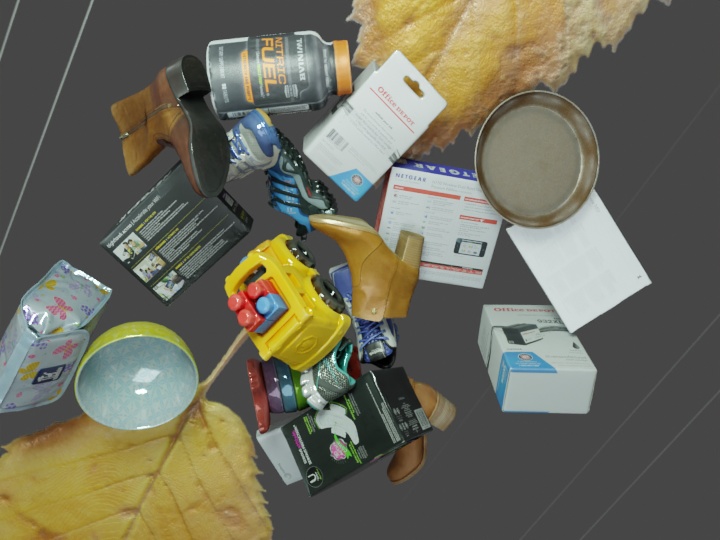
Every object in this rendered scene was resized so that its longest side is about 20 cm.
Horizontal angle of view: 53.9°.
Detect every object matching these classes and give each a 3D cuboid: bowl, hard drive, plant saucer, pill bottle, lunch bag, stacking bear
[{"bbox_3d":[-0.371,0.155,1.183,0.194,0.109,0.205,-9,126,-13],"label":"bowl"},{"bbox_3d":[-0.082,0.320,1.341,0.196,0.027,0.134,-23,116,9],"label":"hard drive"},{"bbox_3d":[0.264,-0.166,1.073,0.194,0.032,0.207,0,92,-5],"label":"plant saucer"},{"bbox_3d":[-0.109,-0.274,0.987,0.194,0.107,0.109,-7,118,-1],"label":"pill bottle"},{"bbox_3d":[-0.492,0.113,1.104,0.125,0.201,0.171,32,111,-9],"label":"lunch bag"},{"bbox_3d":[-0.092,0.186,1.226,0.194,0.114,0.125,-12,111,-9],"label":"stacking bear"}]

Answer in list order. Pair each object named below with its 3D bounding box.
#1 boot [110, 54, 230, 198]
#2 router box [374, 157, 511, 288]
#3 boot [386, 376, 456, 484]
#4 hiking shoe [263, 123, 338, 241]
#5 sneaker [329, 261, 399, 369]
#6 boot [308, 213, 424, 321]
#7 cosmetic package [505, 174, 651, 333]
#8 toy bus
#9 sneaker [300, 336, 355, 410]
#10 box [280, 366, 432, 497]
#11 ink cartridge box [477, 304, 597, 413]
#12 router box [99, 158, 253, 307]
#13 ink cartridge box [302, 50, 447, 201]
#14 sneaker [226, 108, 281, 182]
[{"bbox_3d":[-0.274,-0.170,0.974,0.197,0.068,0.193,-17,92,39],"label":"boot"},{"bbox_3d":[0.124,-0.074,1.136,0.194,0.049,0.184,9,116,-8],"label":"router box"},{"bbox_3d":[0.067,0.289,1.303,0.153,0.077,0.202,30,110,-19],"label":"boot"},{"bbox_3d":[-0.117,-0.134,1.076,0.086,0.075,0.201,-33,115,13],"label":"hiking shoe"},{"bbox_3d":[0.020,0.085,1.175,0.079,0.116,0.203,-22,117,7],"label":"sneaker"},{"bbox_3d":[0.000,0.000,1.088,0.196,0.071,0.148,12,103,-18],"label":"boot"},{"bbox_3d":[0.347,-0.027,1.137,0.149,0.052,0.203,-33,93,16],"label":"cosmetic package"},{"bbox_3d":[-0.137,0.038,1.061,0.136,0.202,0.191,-43,155,15],"label":"toy bus"},{"bbox_3d":[-0.052,0.120,1.151,0.089,0.205,0.077,-22,149,20],"label":"sneaker"},{"bbox_3d":[-0.005,0.267,1.190,0.198,0.148,0.127,-33,73,19],"label":"box"},{"bbox_3d":[0.285,0.140,1.172,0.140,0.201,0.086,1,116,-4],"label":"ink cartridge box"},{"bbox_3d":[-0.288,-0.061,1.116,0.199,0.051,0.149,-38,112,15],"label":"router box"},{"bbox_3d":[0.020,-0.219,1.045,0.115,0.067,0.200,40,109,-21],"label":"ink cartridge box"},{"bbox_3d":[-0.176,-0.159,0.990,0.087,0.199,0.077,-30,94,-27],"label":"sneaker"}]
